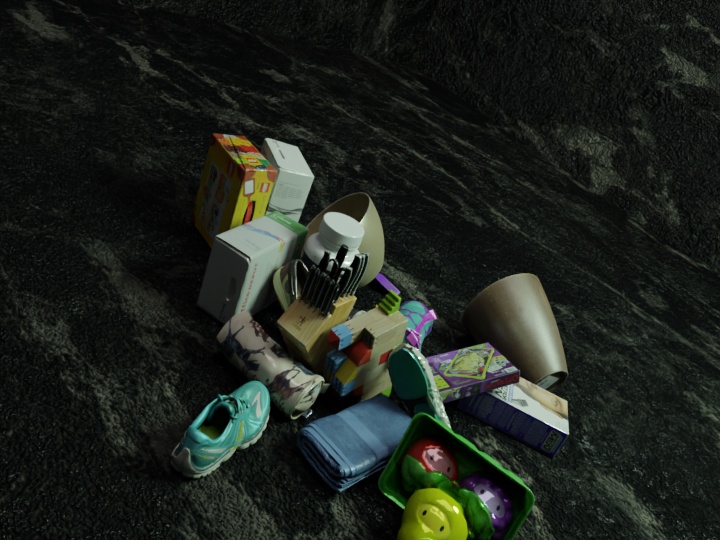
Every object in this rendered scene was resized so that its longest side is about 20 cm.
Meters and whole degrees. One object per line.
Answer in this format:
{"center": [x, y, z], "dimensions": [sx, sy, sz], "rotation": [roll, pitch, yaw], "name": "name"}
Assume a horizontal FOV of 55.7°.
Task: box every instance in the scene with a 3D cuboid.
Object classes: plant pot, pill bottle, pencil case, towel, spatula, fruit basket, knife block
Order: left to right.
{"center": [-0.144, 0.146, 1.076], "dimensions": [0.199, 0.079, 0.089], "rotation": [38, 18, 23], "name": "pencil case"}
{"center": [-0.063, 0.001, 1.261], "dimensions": [0.108, 0.204, 0.112], "rotation": [18, 27, -10], "name": "pill bottle"}
{"center": [-0.050, 0.055, 1.090], "dimensions": [0.063, 0.201, 0.176], "rotation": [35, 70, 20], "name": "knife block"}
{"center": [-0.026, -0.042, 1.418], "dimensions": [0.135, 0.198, 0.202], "rotation": [51, 16, -26], "name": "plant pot"}
{"center": [0.000, 0.257, 1.032], "dimensions": [0.111, 0.049, 0.197], "rotation": [41, 32, 29], "name": "towel"}
{"center": [0.000, 0.000, 1.510], "dimensions": [0.196, 0.021, 0.056], "rotation": [27, 15, 10], "name": "spatula"}
{"center": [0.085, 0.119, 1.263], "dimensions": [0.087, 0.091, 0.200], "rotation": [65, 16, -6], "name": "pencil case"}
{"center": [0.120, 0.316, 0.938], "dimensions": [0.212, 0.158, 0.216], "rotation": [29, 10, -5], "name": "fruit basket"}
{"center": [0.329, 0.146, 1.381], "dimensions": [0.183, 0.188, 0.203], "rotation": [3, 47, -34], "name": "plant pot"}

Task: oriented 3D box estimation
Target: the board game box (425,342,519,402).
{"center": [0.170, 0.185, 1.217], "dimensions": [0.195, 0.033, 0.120], "rotation": [-11, 27, -16], "name": "board game box"}

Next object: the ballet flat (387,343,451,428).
{"center": [0.097, 0.196, 1.097], "dimensions": [0.070, 0.204, 0.072], "rotation": [-19, 19, 7], "name": "ballet flat"}

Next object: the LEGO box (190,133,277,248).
{"center": [-0.257, -0.147, 1.362], "dimensions": [0.076, 0.204, 0.149], "rotation": [-4, 37, -41], "name": "LEGO box"}

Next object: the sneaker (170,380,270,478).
{"center": [-0.179, 0.206, 0.939], "dimensions": [0.076, 0.081, 0.200], "rotation": [29, 27, 11], "name": "sneaker"}

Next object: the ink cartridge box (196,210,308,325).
{"center": [-0.191, -0.006, 1.230], "dimensions": [0.086, 0.148, 0.200], "rotation": [28, 28, 14], "name": "ink cartridge box"}

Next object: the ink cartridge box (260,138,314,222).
{"center": [-0.179, -0.150, 1.431], "dimensions": [0.081, 0.204, 0.148], "rotation": [8, 31, -27], "name": "ink cartridge box"}

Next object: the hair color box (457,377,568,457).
{"center": [0.284, 0.248, 1.263], "dimensions": [0.196, 0.066, 0.110], "rotation": [28, 27, 3], "name": "hair color box"}

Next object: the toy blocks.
{"center": [0.000, 0.145, 1.100], "dimensions": [0.135, 0.204, 0.100], "rotation": [-22, 48, -36], "name": "toy blocks"}

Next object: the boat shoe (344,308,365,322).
{"center": [-0.023, 0.096, 1.208], "dimensions": [0.059, 0.075, 0.200], "rotation": [27, 0, 8], "name": "boat shoe"}

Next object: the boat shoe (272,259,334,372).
{"center": [-0.090, 0.077, 1.182], "dimensions": [0.072, 0.064, 0.203], "rotation": [-19, 77, -47], "name": "boat shoe"}
